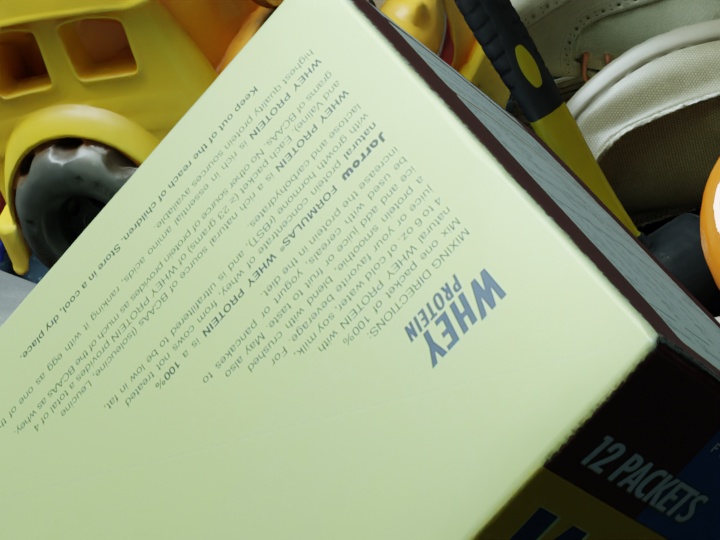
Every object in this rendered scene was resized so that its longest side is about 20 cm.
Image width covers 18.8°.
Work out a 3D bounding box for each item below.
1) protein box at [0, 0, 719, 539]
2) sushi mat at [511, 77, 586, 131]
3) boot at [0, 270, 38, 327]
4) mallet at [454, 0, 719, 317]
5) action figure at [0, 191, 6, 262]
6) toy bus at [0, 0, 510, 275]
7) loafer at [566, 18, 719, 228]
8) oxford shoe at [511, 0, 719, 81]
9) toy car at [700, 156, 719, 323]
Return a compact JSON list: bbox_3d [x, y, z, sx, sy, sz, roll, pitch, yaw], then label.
[{"bbox_3d":[0.006,0.056,0.672,0.199,0.135,0.200,-48,46,10],"label":"protein box"},{"bbox_3d":[0.163,-0.080,0.926,0.200,0.012,0.096,-18,37,9],"label":"sushi mat"},{"bbox_3d":[-0.152,-0.006,0.783,0.200,0.070,0.132,-7,57,-21],"label":"boot"},{"bbox_3d":[0.080,-0.058,0.802,0.066,0.200,0.041,-30,16,-17],"label":"mallet"},{"bbox_3d":[-0.201,-0.017,0.945,0.065,0.099,0.200,-19,22,7],"label":"action figure"},{"bbox_3d":[-0.064,-0.104,0.823,0.200,0.192,0.136,-5,32,29],"label":"toy bus"},{"bbox_3d":[0.166,-0.060,0.845,0.200,0.076,0.067,-23,51,6],"label":"loafer"},{"bbox_3d":[0.109,-0.104,0.910,0.200,0.071,0.074,-24,78,6],"label":"oxford shoe"},{"bbox_3d":[0.195,0.003,0.694,0.175,0.150,0.200,-43,40,-22],"label":"toy car"}]
